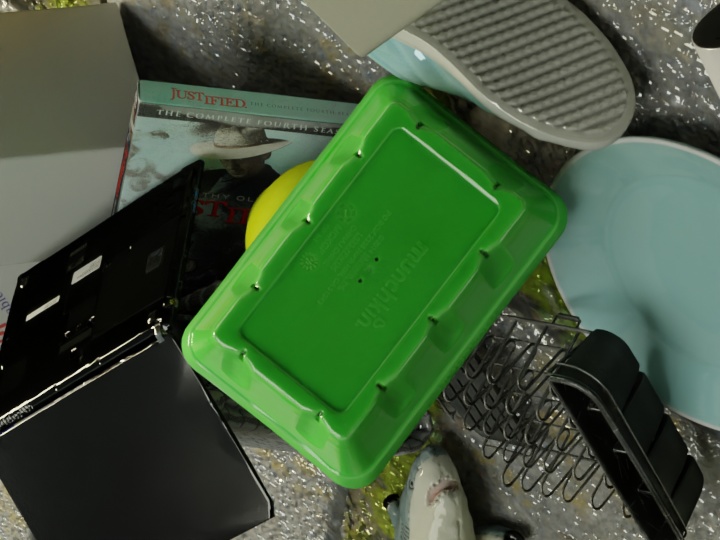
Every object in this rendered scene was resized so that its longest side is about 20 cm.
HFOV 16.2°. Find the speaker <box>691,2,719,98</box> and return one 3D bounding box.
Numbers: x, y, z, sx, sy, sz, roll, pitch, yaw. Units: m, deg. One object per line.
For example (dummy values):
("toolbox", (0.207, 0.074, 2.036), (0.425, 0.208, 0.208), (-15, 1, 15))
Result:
("speaker", (0.236, -0.047, 1.230), (0.081, 0.081, 0.201), (-6, 121, 49))

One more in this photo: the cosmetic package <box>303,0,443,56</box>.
("cosmetic package", (0.056, -0.196, 1.201), (0.073, 0.104, 0.200), (43, 132, -16))

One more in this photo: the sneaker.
("sneaker", (0.060, -0.123, 1.363), (0.200, 0.074, 0.082), (34, 170, 12))

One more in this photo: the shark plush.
("shark plush", (0.045, 0.179, 1.704), (0.084, 0.091, 0.200), (60, 169, 12))

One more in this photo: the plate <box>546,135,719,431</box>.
("plate", (0.188, 0.006, 1.382), (0.200, 0.026, 0.201), (28, 142, 24))

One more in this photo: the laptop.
("laptop", (-0.131, 0.069, 1.495), (0.103, 0.201, 0.177), (36, 133, -30))

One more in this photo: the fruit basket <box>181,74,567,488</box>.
("fruit basket", (0.000, 0.000, 1.406), (0.155, 0.216, 0.216), (38, 145, 4))

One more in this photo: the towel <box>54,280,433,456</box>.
("towel", (-0.072, 0.063, 1.586), (0.199, 0.086, 0.165), (15, 170, -42))

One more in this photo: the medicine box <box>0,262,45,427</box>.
("medicine box", (-0.262, 0.023, 1.699), (0.183, 0.200, 0.103), (56, 164, -16))

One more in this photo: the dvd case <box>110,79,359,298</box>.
("dvd case", (-0.078, -0.039, 1.545), (0.145, 0.022, 0.200), (6, 142, -10))

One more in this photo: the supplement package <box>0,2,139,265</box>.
("supplement package", (-0.238, -0.079, 1.565), (0.118, 0.199, 0.117), (109, 149, -52))

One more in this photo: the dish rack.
("dish rack", (0.101, 0.083, 1.496), (0.199, 0.055, 0.154), (11, 143, 44))
